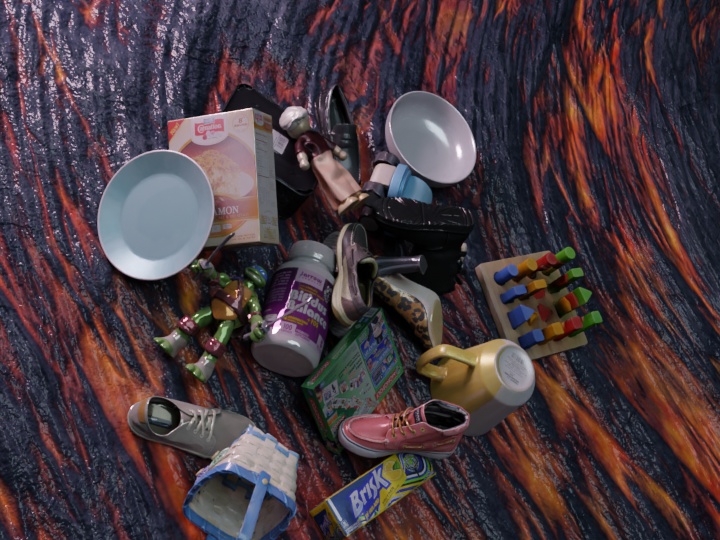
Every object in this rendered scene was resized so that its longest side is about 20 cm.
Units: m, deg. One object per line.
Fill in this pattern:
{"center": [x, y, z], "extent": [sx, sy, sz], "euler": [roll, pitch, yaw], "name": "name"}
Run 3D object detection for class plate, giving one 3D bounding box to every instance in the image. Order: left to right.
{"center": [-0.308, -0.083, 1.386], "extent": [0.026, 0.197, 0.203], "euler": [35, 36, -70], "name": "plate"}

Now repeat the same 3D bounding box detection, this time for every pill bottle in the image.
{"center": [-0.098, 0.057, 1.455], "extent": [0.111, 0.112, 0.203], "euler": [25, 57, -17], "name": "pill bottle"}

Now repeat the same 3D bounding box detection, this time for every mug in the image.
{"center": [0.205, 0.192, 1.544], "extent": [0.184, 0.153, 0.152], "euler": [-7, 71, -32], "name": "mug"}

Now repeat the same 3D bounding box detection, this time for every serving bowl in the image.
{"center": [0.127, -0.244, 1.764], "extent": [0.197, 0.066, 0.204], "euler": [13, 62, -25], "name": "serving bowl"}

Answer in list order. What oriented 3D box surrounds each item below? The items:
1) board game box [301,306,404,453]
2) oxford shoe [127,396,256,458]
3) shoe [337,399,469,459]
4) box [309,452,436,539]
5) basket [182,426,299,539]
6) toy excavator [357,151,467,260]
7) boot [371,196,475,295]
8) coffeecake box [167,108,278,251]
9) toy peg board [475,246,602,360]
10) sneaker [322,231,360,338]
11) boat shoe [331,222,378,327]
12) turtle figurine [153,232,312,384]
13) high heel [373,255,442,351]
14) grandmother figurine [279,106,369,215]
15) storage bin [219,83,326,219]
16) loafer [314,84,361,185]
{"center": [-0.008, 0.173, 1.460], "extent": [0.200, 0.029, 0.136], "euler": [-47, 130, -38], "name": "board game box"}
{"center": [-0.239, 0.227, 1.324], "extent": [0.197, 0.058, 0.076], "euler": [17, 57, -25], "name": "oxford shoe"}
{"center": [0.068, 0.239, 1.404], "extent": [0.196, 0.092, 0.072], "euler": [8, 47, -15], "name": "shoe"}
{"center": [0.021, 0.344, 1.412], "extent": [0.198, 0.070, 0.065], "euler": [-26, 77, -37], "name": "box"}
{"center": [-0.171, 0.333, 1.244], "extent": [0.138, 0.177, 0.202], "euler": [31, 36, -15], "name": "basket"}
{"center": [0.102, -0.097, 1.646], "extent": [0.197, 0.196, 0.101], "euler": [17, 54, 11], "name": "toy excavator"}
{"center": [0.100, -0.039, 1.593], "extent": [0.194, 0.164, 0.074], "euler": [6, 40, -13], "name": "boot"}
{"center": [-0.213, -0.137, 1.416], "extent": [0.073, 0.151, 0.204], "euler": [5, 80, -69], "name": "coffeecake box"}
{"center": [0.350, 0.053, 1.734], "extent": [0.196, 0.098, 0.203], "euler": [-9, 72, -34], "name": "toy peg board"}
{"center": [-0.025, 0.033, 1.550], "extent": [0.082, 0.073, 0.203], "euler": [33, 43, -50], "name": "sneaker"}
{"center": [-0.001, 0.000, 1.469], "extent": [0.072, 0.065, 0.203], "euler": [49, 34, -37], "name": "boat shoe"}
{"center": [-0.207, 0.057, 1.342], "extent": [0.144, 0.199, 0.195], "euler": [45, 75, -22], "name": "turtle figurine"}
{"center": [0.066, 0.064, 1.598], "extent": [0.071, 0.140, 0.203], "euler": [-48, 129, -52], "name": "high heel"}
{"center": [-0.069, -0.188, 1.514], "extent": [0.202, 0.060, 0.121], "euler": [56, 25, 7], "name": "grandmother figurine"}
{"center": [-0.163, -0.202, 1.554], "extent": [0.198, 0.094, 0.137], "euler": [32, 54, -13], "name": "storage bin"}
{"center": [-0.037, -0.243, 1.663], "extent": [0.067, 0.070, 0.204], "euler": [-4, 69, -31], "name": "loafer"}
